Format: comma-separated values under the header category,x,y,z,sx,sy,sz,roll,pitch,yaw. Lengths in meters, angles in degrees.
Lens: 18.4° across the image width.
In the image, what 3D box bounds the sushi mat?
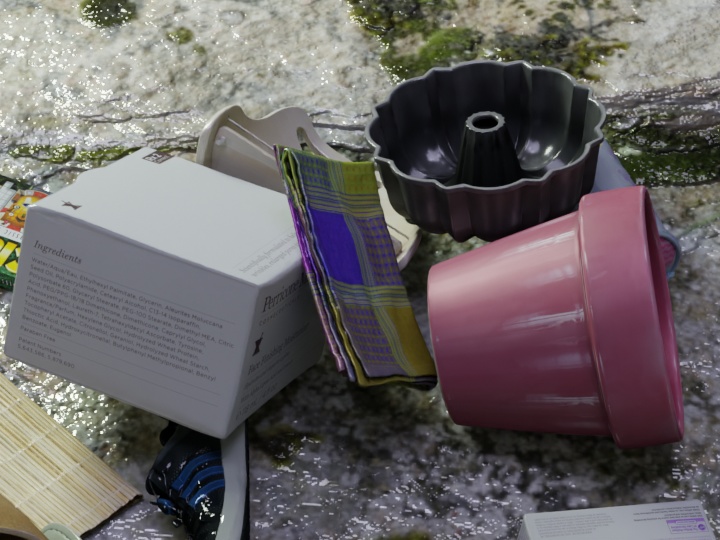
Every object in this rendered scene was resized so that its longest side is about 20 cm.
category,x,y,z,sx,sy,sz,roll,pitch,yaw
sushi mat,-0.269,0.143,1.730,0.200,0.012,0.095,36,55,27

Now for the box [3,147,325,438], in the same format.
category,x,y,z,sx,sy,sz,roll,pitch,yaw
box,-0.140,0.012,1.734,0.199,0.132,0.199,19,22,15

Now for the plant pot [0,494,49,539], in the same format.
category,x,y,z,sx,sy,sz,roll,pitch,yaw
plant pot,-0.317,0.207,1.570,0.185,0.188,0.200,-19,35,-21

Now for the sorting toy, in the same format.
category,x,y,z,sx,sy,sz,roll,pitch,yaw
sorting toy,-0.037,-0.069,1.893,0.199,0.107,0.180,33,35,1

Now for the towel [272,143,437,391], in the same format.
category,x,y,z,sx,sy,sz,roll,pitch,yaw
towel,0.000,0.000,1.723,0.023,0.143,0.202,-24,73,26

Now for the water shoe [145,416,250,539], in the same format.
category,x,y,z,sx,sy,sz,roll,pitch,yaw
water shoe,-0.123,0.176,1.672,0.078,0.072,0.201,-2,36,-1

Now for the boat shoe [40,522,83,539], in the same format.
category,x,y,z,sx,sy,sz,roll,pitch,yaw
boat shoe,-0.185,0.261,1.591,0.072,0.060,0.201,-49,43,12

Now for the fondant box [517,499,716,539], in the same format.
category,x,y,z,sx,sy,sz,roll,pitch,yaw
fondant box,0.204,0.263,1.599,0.143,0.059,0.201,-3,45,-15

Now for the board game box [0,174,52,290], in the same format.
category,x,y,z,sx,sy,sz,roll,pitch,yaw
board game box,-0.295,-0.031,1.892,0.199,0.024,0.105,19,50,15

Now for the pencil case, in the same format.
category,x,y,z,sx,sy,sz,roll,pitch,yaw
pencil case,0.197,-0.063,1.907,0.083,0.091,0.201,-37,48,10

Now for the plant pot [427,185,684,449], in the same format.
category,x,y,z,sx,sy,sz,roll,pitch,yaw
plant pot,0.151,0.045,1.737,0.177,0.201,0.201,-8,45,10

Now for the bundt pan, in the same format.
category,x,y,z,sx,sy,sz,roll,pitch,yaw
bundt pan,0.104,-0.092,1.835,0.200,0.076,0.203,-4,36,3
